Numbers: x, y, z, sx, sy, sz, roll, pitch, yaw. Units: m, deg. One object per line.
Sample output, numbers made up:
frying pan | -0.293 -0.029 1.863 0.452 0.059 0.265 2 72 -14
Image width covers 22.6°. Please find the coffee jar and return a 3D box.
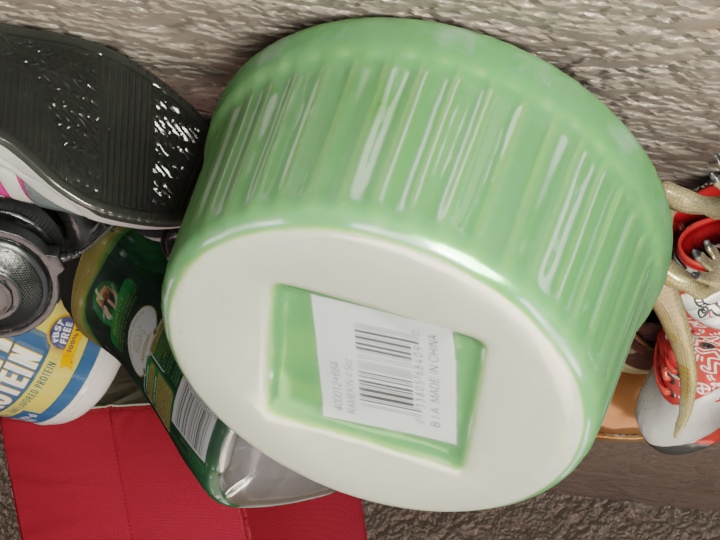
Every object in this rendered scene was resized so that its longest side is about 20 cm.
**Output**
coffee jar | -0.078 0.034 0.942 0.104 0.086 0.200 -3 -148 -36

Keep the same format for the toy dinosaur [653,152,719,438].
toy dinosaur | 0.121 -0.016 0.785 0.200 0.058 0.101 48 151 -20

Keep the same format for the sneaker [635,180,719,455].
sneaker | 0.166 0.020 0.880 0.107 0.068 0.201 16 144 -24

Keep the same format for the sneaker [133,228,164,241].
sneaker | -0.029 -0.038 0.885 0.087 0.075 0.199 4 -173 -41

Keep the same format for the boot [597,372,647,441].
boot | 0.118 0.033 1.055 0.199 0.077 0.155 25 166 9

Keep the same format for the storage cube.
storage cube | -0.109 0.154 1.191 0.170 0.181 0.200 -6 -172 24

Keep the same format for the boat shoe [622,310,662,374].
boat shoe | 0.156 0.012 0.964 0.072 0.073 0.200 -3 163 37

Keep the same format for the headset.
headset | -0.155 -0.012 0.890 0.199 0.124 0.094 4 134 33

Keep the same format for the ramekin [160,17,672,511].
ramekin | 0.018 0.007 0.720 0.199 0.098 0.201 13 140 11

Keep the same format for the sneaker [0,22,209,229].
sneaker | -0.167 -0.056 0.811 0.199 0.084 0.121 20 163 -15

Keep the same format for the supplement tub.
supplement tub | -0.246 0.005 1.059 0.199 0.146 0.144 15 168 -35
